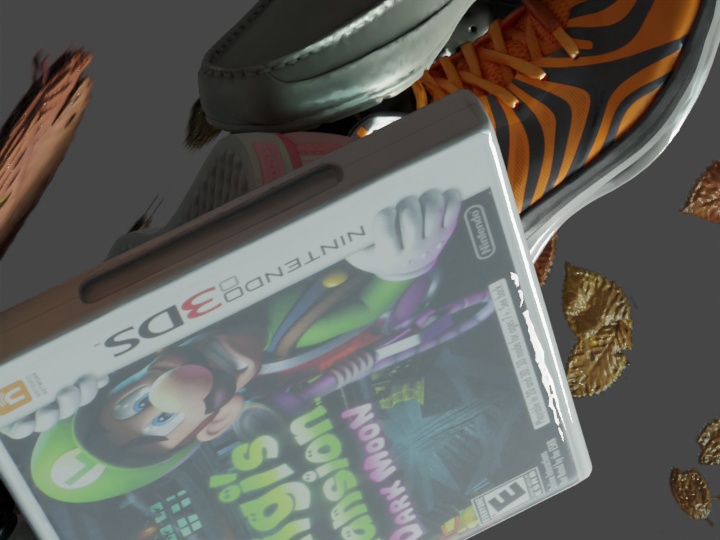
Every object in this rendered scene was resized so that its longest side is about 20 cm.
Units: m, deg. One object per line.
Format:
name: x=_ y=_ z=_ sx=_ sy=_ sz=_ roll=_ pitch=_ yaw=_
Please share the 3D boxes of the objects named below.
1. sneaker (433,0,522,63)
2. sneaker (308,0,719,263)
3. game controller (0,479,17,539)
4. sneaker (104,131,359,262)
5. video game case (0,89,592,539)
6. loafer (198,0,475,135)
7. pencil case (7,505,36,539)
sneaker: x=0.033 y=-0.089 z=1.080 sx=0.200 sy=0.099 sz=0.071 roll=-53 pitch=179 yaw=2
sneaker: x=0.045 y=-0.065 z=1.003 sx=0.200 sy=0.112 sz=0.078 roll=-52 pitch=-140 yaw=11
game controller: x=-0.181 y=0.143 z=0.882 sx=0.200 sy=0.042 sz=0.104 roll=-56 pitch=176 yaw=3
sneaker: x=-0.023 y=0.007 z=0.958 sx=0.104 sy=0.076 sz=0.200 roll=-3 pitch=162 yaw=-24
video game case: x=-0.022 y=0.048 z=0.893 sx=0.181 sy=0.023 sz=0.200 roll=-26 pitch=141 yaw=-4
loafer: x=0.012 y=-0.114 z=0.952 sx=0.200 sy=0.070 sz=0.070 roll=-43 pitch=129 yaw=-38
pencil case: x=-0.099 y=0.131 z=1.037 sx=0.200 sy=0.089 sz=0.078 roll=75 pitch=27 yaw=-57
